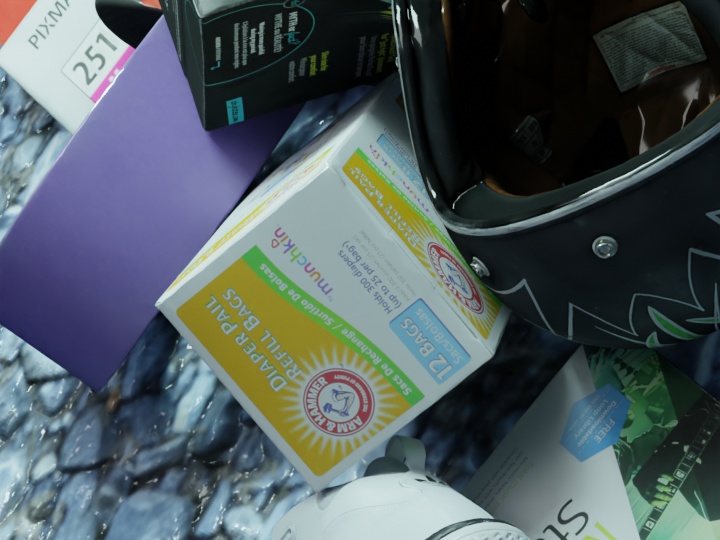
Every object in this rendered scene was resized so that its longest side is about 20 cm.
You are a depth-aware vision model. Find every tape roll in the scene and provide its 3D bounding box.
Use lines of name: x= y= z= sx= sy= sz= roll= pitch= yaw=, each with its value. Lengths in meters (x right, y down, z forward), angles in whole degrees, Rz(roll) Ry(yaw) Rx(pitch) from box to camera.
tape roll: x=-0.110 y=-0.042 z=1.334 sx=0.200 sy=0.085 sz=0.200 roll=-55 pitch=5 yaw=7

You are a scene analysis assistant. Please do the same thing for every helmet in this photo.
helmet: x=0.116 y=-0.062 z=1.104 sx=0.200 sy=0.200 sz=0.191 roll=-25 pitch=78 yaw=31

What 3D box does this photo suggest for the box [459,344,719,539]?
box: x=0.118 y=0.120 z=1.086 sx=0.144 sy=0.036 sz=0.200 roll=-51 pitch=38 yaw=2

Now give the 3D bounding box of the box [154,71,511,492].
box: x=0.000 y=0.000 z=1.171 sx=0.101 sy=0.113 sz=0.200 roll=-39 pitch=5 yaw=17

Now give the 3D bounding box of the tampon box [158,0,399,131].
tampon box: x=0.002 y=-0.171 z=1.206 sx=0.200 sy=0.150 sz=0.126 roll=-17 pitch=74 yaw=-8

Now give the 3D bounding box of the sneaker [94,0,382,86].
sneaker: x=-0.039 y=-0.163 z=1.416 sx=0.201 sy=0.067 sz=0.108 roll=8 pitch=65 yaw=24

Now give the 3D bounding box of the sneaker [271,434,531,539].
sneaker: x=0.002 y=0.169 z=1.110 sx=0.200 sy=0.075 sz=0.115 roll=-64 pitch=35 yaw=18

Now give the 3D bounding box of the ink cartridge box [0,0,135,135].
ink cartridge box: x=-0.142 y=-0.193 z=1.501 sx=0.174 sy=0.044 sz=0.200 roll=42 pitch=100 yaw=22
